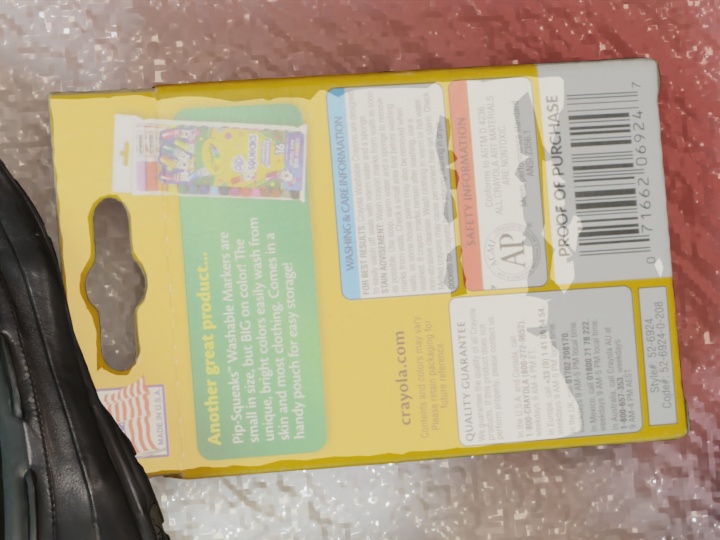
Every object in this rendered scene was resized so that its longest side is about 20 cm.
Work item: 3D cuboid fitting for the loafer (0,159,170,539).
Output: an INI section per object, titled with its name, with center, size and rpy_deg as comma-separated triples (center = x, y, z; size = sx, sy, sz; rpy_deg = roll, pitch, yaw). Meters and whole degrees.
[loafer]
center = -0.122, 0.028, 0.788
size = 0.070, 0.068, 0.201
rpy_deg = 0, 55, -49

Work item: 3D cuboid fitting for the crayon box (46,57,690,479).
[crayon box]
center = 0.000, 0.000, 0.853
size = 0.200, 0.052, 0.126
rpy_deg = -4, 87, -12
